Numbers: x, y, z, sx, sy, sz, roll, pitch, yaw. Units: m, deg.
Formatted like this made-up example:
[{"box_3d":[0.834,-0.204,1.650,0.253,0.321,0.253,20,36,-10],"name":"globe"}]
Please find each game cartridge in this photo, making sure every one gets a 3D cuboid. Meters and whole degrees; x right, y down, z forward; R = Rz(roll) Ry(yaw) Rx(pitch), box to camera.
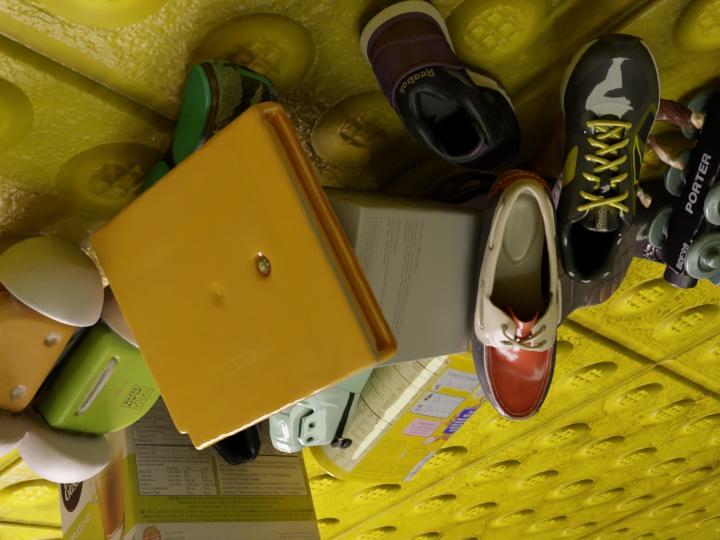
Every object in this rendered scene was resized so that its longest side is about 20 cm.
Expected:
[{"box_3d":[-0.087,0.012,0.687,0.199,0.178,0.032,-29,175,40],"name":"game cartridge"}]

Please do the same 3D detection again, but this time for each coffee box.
[{"box_3d":[-0.187,0.233,1.066,0.198,0.199,0.200,8,142,-34],"name":"coffee box"}]

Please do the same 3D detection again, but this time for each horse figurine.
[{"box_3d":[0.199,-0.098,0.857,0.131,0.050,0.200,14,152,-8],"name":"horse figurine"}]

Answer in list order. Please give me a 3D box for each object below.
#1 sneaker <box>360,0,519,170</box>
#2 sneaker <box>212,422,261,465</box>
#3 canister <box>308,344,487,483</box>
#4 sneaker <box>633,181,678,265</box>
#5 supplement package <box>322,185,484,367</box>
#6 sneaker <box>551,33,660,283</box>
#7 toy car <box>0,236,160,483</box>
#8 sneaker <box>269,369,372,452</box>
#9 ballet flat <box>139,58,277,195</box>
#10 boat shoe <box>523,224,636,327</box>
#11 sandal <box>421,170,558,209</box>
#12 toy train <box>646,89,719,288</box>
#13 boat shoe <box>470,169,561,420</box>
[{"box_3d":[0.068,-0.104,0.743,0.075,0.088,0.200,-31,148,19],"name":"sneaker"},{"box_3d":[-0.147,0.098,0.931,0.075,0.088,0.200,-32,125,7],"name":"sneaker"},{"box_3d":[0.054,0.106,0.956,0.148,0.087,0.200,16,122,-46],"name":"canister"},{"box_3d":[0.316,-0.035,0.994,0.198,0.092,0.076,-9,151,-11],"name":"sneaker"},{"box_3d":[0.000,0.000,0.775,0.116,0.118,0.199,13,-173,32],"name":"supplement package"},{"box_3d":[0.185,-0.076,0.760,0.073,0.085,0.202,0,131,3],"name":"sneaker"},{"box_3d":[-0.249,0.057,0.806,0.199,0.150,0.176,27,100,-46],"name":"toy car"},{"box_3d":[-0.069,0.100,0.837,0.199,0.074,0.119,4,108,-41],"name":"sneaker"},{"box_3d":[-0.112,-0.070,0.747,0.073,0.075,0.200,2,146,-29],"name":"ballet flat"},{"box_3d":[0.174,-0.004,0.902,0.199,0.071,0.077,-24,128,-40],"name":"boat shoe"},{"box_3d":[0.090,-0.051,0.888,0.198,0.055,0.082,-16,139,32],"name":"sandal"},{"box_3d":[0.329,-0.075,0.897,0.113,0.085,0.202,-3,119,-23],"name":"toy train"},{"box_3d":[0.122,0.024,0.786,0.070,0.203,0.063,0,-167,-1],"name":"boat shoe"}]
